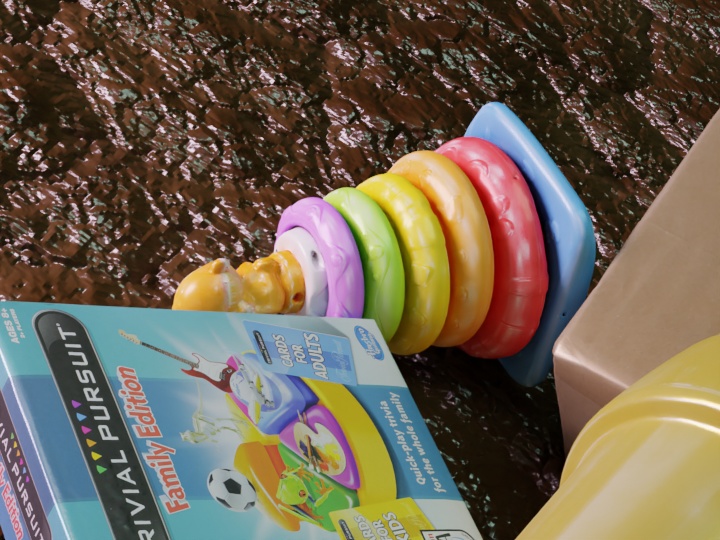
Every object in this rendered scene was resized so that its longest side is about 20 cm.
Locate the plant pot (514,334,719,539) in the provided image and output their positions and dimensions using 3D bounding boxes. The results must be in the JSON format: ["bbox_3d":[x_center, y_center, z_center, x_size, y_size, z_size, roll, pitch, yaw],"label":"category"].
[{"bbox_3d":[0.131,0.152,0.916,0.188,0.201,0.201,-30,67,-35],"label":"plant pot"}]

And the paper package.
[{"bbox_3d":[0.216,0.038,1.070,0.199,0.104,0.191,26,66,28],"label":"paper package"}]

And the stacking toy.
[{"bbox_3d":[0.000,0.000,1.083,0.198,0.117,0.110,-11,46,-28],"label":"stacking toy"}]

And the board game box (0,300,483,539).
[{"bbox_3d":[-0.056,0.086,0.961,0.199,0.047,0.152,4,44,-35],"label":"board game box"}]
